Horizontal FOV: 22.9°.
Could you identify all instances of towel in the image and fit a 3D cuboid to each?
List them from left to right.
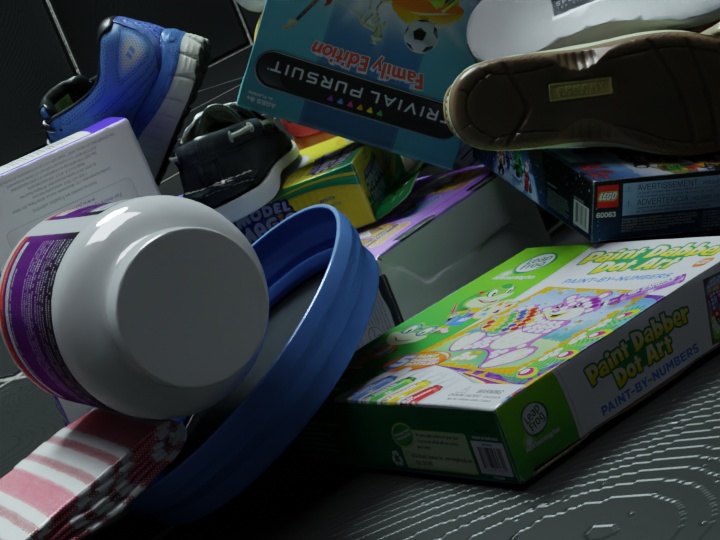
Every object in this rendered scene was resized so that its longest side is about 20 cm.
[{"bbox_3d":[-0.186,0.142,0.940,0.200,0.030,0.146,-40,16,-18],"label":"towel"}]

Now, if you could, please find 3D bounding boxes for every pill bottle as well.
[{"bbox_3d":[-0.118,0.019,0.930,0.112,0.113,0.200,-27,10,-21],"label":"pill bottle"}]

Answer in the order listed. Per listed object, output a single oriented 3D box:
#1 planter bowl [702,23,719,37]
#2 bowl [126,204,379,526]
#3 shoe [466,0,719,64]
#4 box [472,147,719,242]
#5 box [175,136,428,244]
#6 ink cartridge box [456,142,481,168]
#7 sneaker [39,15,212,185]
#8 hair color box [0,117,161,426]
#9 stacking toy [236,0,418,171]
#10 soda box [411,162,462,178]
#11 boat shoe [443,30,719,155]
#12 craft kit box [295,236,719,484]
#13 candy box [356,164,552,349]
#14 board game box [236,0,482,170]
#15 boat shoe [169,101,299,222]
[{"bbox_3d":[0.288,-0.163,1.177,0.200,0.200,0.135,-9,45,46],"label":"planter bowl"},{"bbox_3d":[-0.065,0.054,0.980,0.201,0.039,0.201,-44,19,19],"label":"bowl"},{"bbox_3d":[0.170,-0.155,1.088,0.199,0.072,0.091,-16,-23,27],"label":"shoe"},{"bbox_3d":[0.166,-0.069,1.101,0.136,0.038,0.200,-7,19,-16],"label":"box"},{"bbox_3d":[-0.050,-0.046,1.205,0.199,0.049,0.117,-17,15,17],"label":"box"},{"bbox_3d":[0.059,-0.163,1.290,0.041,0.199,0.200,-46,20,34],"label":"ink cartridge box"},{"bbox_3d":[-0.169,-0.083,1.161,0.079,0.089,0.201,-71,7,-60],"label":"sneaker"},{"bbox_3d":[-0.155,0.019,1.089,0.109,0.201,0.065,-25,11,-14],"label":"hair color box"},{"bbox_3d":[-0.031,-0.162,1.318,0.146,0.200,0.146,-33,23,16],"label":"stacking toy"},{"bbox_3d":[0.041,-0.058,1.382,0.063,0.069,0.200,-32,15,-32],"label":"soda box"},{"bbox_3d":[0.147,-0.104,1.047,0.199,0.072,0.076,1,2,-5],"label":"boat shoe"},{"bbox_3d":[0.087,0.042,0.938,0.197,0.049,0.200,-27,13,-31],"label":"craft kit box"},{"bbox_3d":[0.000,0.000,1.202,0.199,0.072,0.168,-10,18,44],"label":"candy box"},{"bbox_3d":[0.019,-0.181,1.141,0.150,0.201,0.047,16,22,-5],"label":"board game box"},{"bbox_3d":[-0.085,-0.082,1.175,0.075,0.061,0.200,-24,14,2],"label":"boat shoe"}]
